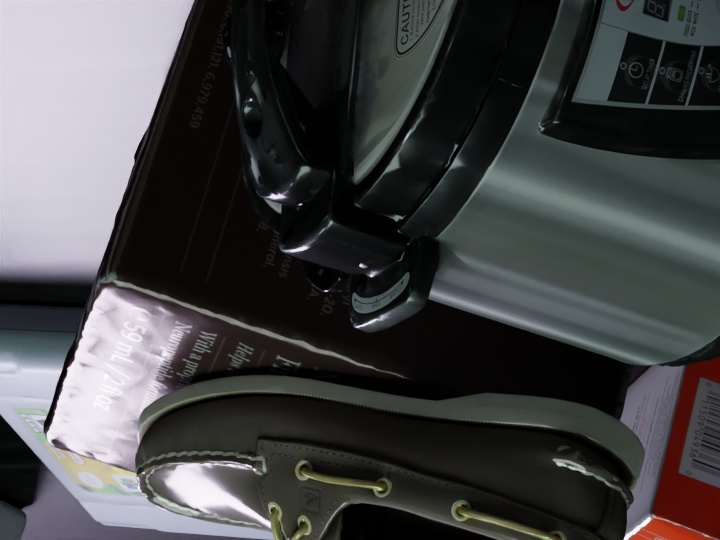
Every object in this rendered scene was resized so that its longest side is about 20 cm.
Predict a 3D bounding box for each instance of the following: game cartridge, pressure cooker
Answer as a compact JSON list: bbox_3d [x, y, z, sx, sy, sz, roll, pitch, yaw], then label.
[{"bbox_3d":[-0.113,0.083,1.455,0.133,0.040,0.200,-2,147,23],"label":"game cartridge"},{"bbox_3d":[0.049,-0.068,0.918,0.200,0.176,0.179,19,113,-24],"label":"pressure cooker"}]

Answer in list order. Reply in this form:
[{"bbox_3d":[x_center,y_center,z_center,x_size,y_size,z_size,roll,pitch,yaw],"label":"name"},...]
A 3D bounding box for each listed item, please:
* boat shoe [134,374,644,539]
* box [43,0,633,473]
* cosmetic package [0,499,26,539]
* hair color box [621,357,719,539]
[{"bbox_3d":[0.002,0.082,1.013,0.200,0.060,0.072,2,148,23],"label":"boat shoe"},{"bbox_3d":[0.000,0.000,1.104,0.200,0.164,0.166,19,151,-5],"label":"box"},{"bbox_3d":[-0.331,0.201,1.641,0.166,0.167,0.200,30,148,-23],"label":"cosmetic package"},{"bbox_3d":[0.134,0.113,1.305,0.061,0.102,0.200,22,152,-9],"label":"hair color box"}]
